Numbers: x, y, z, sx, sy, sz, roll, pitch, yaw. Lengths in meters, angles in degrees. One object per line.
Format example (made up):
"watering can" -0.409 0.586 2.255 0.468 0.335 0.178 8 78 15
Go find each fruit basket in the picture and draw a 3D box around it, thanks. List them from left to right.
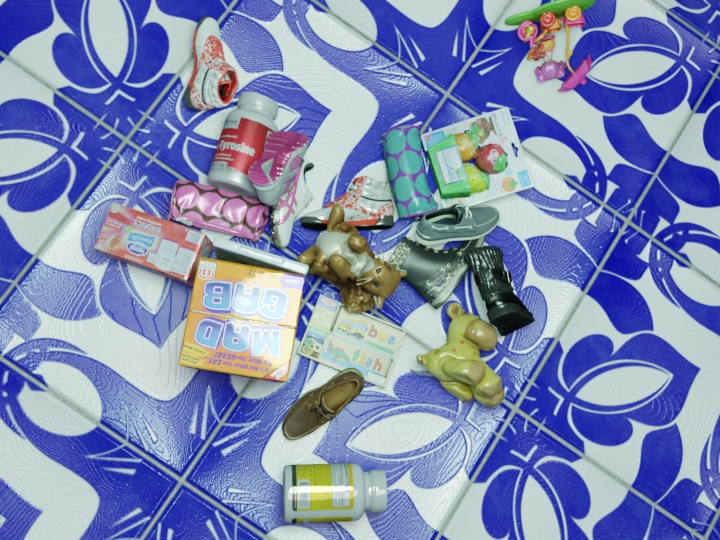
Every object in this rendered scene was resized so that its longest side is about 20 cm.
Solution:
"fruit basket" 0.249 -0.238 1.640 0.199 0.094 0.186 -17 84 9

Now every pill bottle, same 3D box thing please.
"pill bottle" -0.236 -0.259 1.579 0.112 0.112 0.201 16 80 -5
"pill bottle" -0.052 0.436 1.500 0.199 0.111 0.112 1 81 -8

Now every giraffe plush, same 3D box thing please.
"giraffe plush" 0.220 0.164 1.576 0.200 0.173 0.162 17 65 30

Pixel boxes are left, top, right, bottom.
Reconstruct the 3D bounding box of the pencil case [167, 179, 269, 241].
"pencil case" -0.289 -0.117 1.564 0.199 0.091 0.094 13 45 -4

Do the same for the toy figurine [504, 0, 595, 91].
"toy figurine" 0.436 -0.492 1.712 0.199 0.150 0.185 -9 92 13

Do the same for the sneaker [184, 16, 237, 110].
"sneaker" -0.296 -0.431 1.588 0.108 0.067 0.202 5 82 35

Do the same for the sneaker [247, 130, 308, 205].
"sneaker" -0.165 -0.206 1.535 0.081 0.088 0.200 19 48 14

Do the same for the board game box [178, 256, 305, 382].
"board game box" -0.225 0.103 1.481 0.199 0.200 0.200 10 80 -6

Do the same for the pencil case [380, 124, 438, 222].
"pencil case" 0.105 -0.208 1.630 0.092 0.085 0.201 -11 84 -14

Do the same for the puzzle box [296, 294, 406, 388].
"puzzle box" -0.017 0.147 1.592 0.200 0.025 0.133 22 79 -4

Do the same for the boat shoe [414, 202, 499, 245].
"boat shoe" 0.209 -0.106 1.597 0.200 0.062 0.073 -14 51 -19

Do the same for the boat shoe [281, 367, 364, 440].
"boat shoe" -0.078 0.270 1.535 0.200 0.068 0.072 -38 92 0

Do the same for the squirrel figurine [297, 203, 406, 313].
"squirrel figurine" 0.000 0.000 1.522 0.186 0.200 0.142 28 69 21

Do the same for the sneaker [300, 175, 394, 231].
"sneaker" -0.029 -0.142 1.614 0.201 0.067 0.108 -1 81 -12

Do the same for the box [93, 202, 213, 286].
"box" -0.406 -0.048 1.517 0.199 0.095 0.103 18 79 5

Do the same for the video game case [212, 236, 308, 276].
"video game case" -0.196 -0.013 1.502 0.182 0.200 0.022 18 80 -5

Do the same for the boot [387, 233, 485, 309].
"boot" 0.160 -0.039 1.622 0.154 0.073 0.204 34 76 2

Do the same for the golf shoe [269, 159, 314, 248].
"golf shoe" -0.142 -0.144 1.595 0.092 0.073 0.201 6 81 -8

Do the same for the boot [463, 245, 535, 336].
"boot" 0.289 0.041 1.582 0.079 0.211 0.158 -25 67 13
